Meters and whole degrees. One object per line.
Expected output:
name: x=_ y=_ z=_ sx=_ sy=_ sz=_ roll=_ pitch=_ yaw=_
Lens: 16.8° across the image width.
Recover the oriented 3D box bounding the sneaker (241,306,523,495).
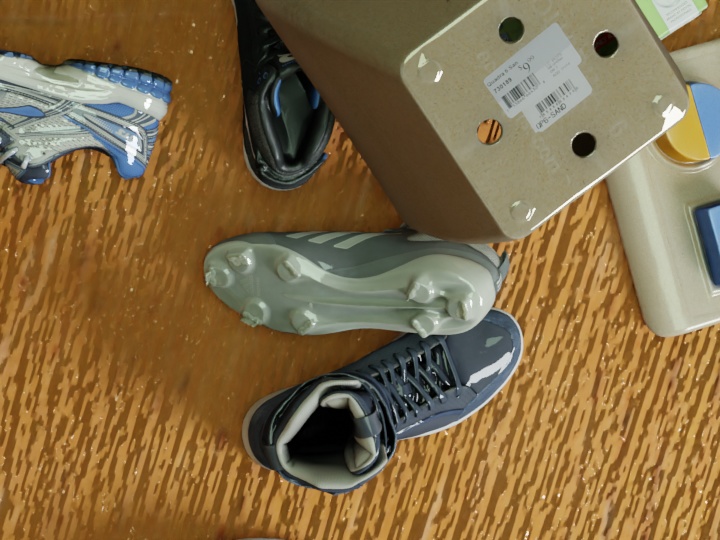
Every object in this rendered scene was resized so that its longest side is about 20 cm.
sneaker: x=0.026 y=0.083 z=1.581 sx=0.201 sy=0.146 sz=0.077 roll=-25 pitch=93 yaw=-8

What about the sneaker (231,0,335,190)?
sneaker: x=-0.043 y=-0.154 z=1.582 sx=0.072 sy=0.112 sz=0.202 roll=-4 pitch=92 yaw=-8

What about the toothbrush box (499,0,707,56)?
toothbrush box: x=0.112 y=-0.218 z=1.615 sx=0.145 sy=0.086 sz=0.201 roll=-33 pitch=96 yaw=-4

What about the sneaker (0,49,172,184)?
sneaker: x=-0.224 y=-0.099 z=1.580 sx=0.198 sy=0.077 sz=0.086 roll=7 pitch=94 yaw=-7

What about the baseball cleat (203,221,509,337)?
baseball cleat: x=0.000 y=0.000 z=1.618 sx=0.198 sy=0.107 sz=0.070 roll=10 pitch=121 yaw=17

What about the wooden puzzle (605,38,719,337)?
wooden puzzle: x=0.270 y=-0.068 z=1.659 sx=0.198 sy=0.046 sz=0.187 roll=-16 pitch=93 yaw=-7

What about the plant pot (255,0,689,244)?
plant pot: x=0.085 y=-0.129 z=1.464 sx=0.199 sy=0.177 sz=0.201 roll=-36 pitch=114 yaw=-2

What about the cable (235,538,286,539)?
cable: x=-0.070 y=0.279 z=1.608 sx=0.198 sy=0.069 sz=0.202 roll=7 pitch=90 yaw=-8
